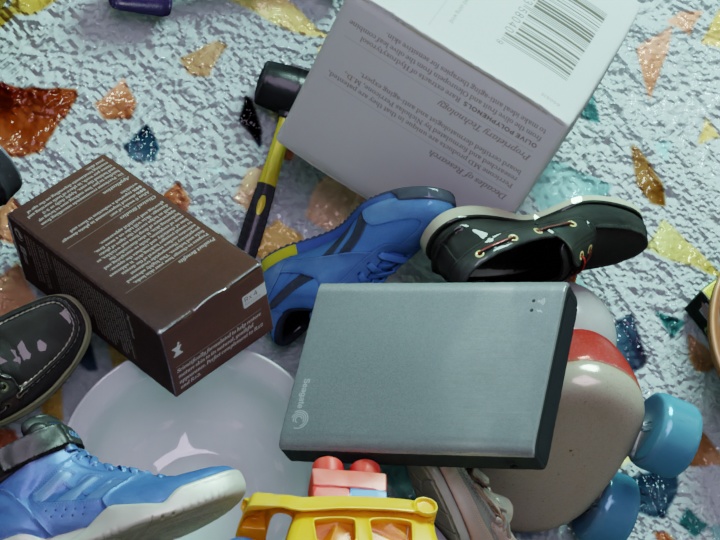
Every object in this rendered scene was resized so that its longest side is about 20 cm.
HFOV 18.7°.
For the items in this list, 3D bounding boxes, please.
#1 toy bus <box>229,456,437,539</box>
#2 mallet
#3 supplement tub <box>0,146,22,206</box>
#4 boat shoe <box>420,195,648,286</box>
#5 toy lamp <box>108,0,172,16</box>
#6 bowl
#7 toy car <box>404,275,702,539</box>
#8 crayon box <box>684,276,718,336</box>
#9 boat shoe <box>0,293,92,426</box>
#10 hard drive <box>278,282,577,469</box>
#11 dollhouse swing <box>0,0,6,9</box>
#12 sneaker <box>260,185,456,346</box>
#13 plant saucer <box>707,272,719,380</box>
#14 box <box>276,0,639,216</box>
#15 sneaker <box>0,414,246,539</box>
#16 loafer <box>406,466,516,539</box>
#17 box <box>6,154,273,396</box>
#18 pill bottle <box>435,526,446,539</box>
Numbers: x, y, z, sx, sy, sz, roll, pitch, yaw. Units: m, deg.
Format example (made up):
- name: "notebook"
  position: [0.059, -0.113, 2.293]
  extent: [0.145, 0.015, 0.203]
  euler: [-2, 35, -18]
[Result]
- name: "toy bus"
  position: [-0.036, 0.211, 1.493]
  extent: [0.199, 0.136, 0.193]
  euler: [2, 45, -9]
- name: "mallet"
  position: [-0.083, -0.079, 1.777]
  extent: [0.066, 0.041, 0.201]
  euler: [24, 71, -2]
- name: "supplement tub"
  position: [-0.349, -0.022, 1.664]
  extent: [0.107, 0.107, 0.200]
  euler: [39, 67, 5]
- name: "boat shoe"
  position: [0.142, -0.013, 1.672]
  extent: [0.200, 0.074, 0.063]
  euler: [-5, 46, -33]
- name: "toy lamp"
  position: [-0.112, -0.245, 1.823]
  extent: [0.199, 0.058, 0.059]
  euler: [-7, 71, -16]
- name: "bowl"
  position: [-0.123, 0.161, 1.636]
  extent: [0.200, 0.091, 0.202]
  euler: [0, 60, -1]
- name: "toy car"
  position: [0.146, 0.085, 1.717]
  extent: [0.183, 0.177, 0.201]
  euler: [21, 37, -16]
- name: "crayon box"
  position: [0.386, 0.020, 1.819]
  extent: [0.200, 0.051, 0.127]
  euler: [-34, 79, -20]
- name: "boat shoe"
  position: [-0.290, 0.087, 1.624]
  extent: [0.200, 0.066, 0.072]
  euler: [-34, 81, 2]
- name: "hard drive"
  position: [0.048, 0.075, 1.578]
  extent: [0.199, 0.033, 0.140]
  euler: [-1, 58, 25]
- name: "dollhouse swing"
  position: [-0.378, -0.222, 1.707]
  extent: [0.175, 0.182, 0.201]
  euler: [33, 64, -8]
- name: "sneaker"
  position: [0.000, 0.000, 1.688]
  extent: [0.066, 0.200, 0.079]
  euler: [22, 52, -42]
- name: "plant saucer"
  position: [0.371, 0.056, 1.756]
  extent: [0.199, 0.037, 0.201]
  euler: [4, 70, -11]
- name: "box"
  position: [0.079, -0.157, 1.731]
  extent: [0.199, 0.172, 0.199]
  euler: [31, 43, 3]
- name: "sneaker"
  position: [-0.188, 0.144, 1.548]
  extent: [0.199, 0.077, 0.112]
  euler: [-18, 70, -1]
- name: "loafer"
  position: [0.092, 0.196, 1.640]
  extent: [0.063, 0.072, 0.201]
  euler: [-31, 121, -14]
- name: "box"
  position: [-0.168, 0.000, 1.658]
  extent: [0.100, 0.075, 0.200]
  euler: [-34, 46, -25]
- name: "pill bottle"
  position: [-0.022, 0.264, 1.611]
  extent: [0.199, 0.120, 0.120]
  euler: [-26, 76, -18]
